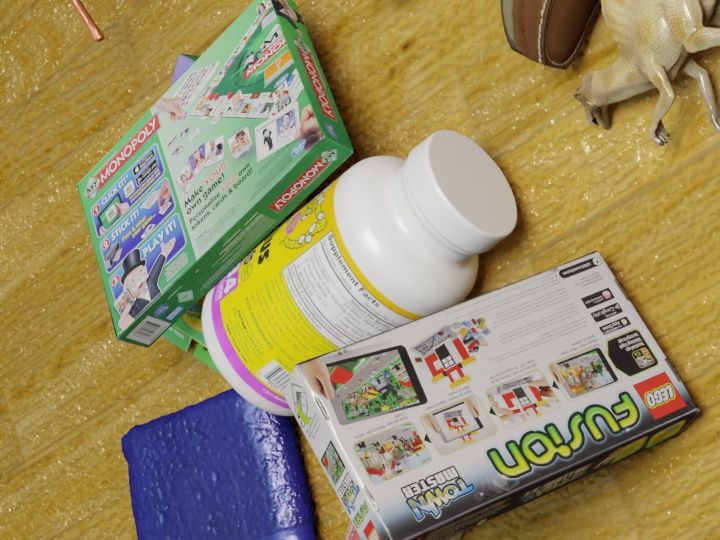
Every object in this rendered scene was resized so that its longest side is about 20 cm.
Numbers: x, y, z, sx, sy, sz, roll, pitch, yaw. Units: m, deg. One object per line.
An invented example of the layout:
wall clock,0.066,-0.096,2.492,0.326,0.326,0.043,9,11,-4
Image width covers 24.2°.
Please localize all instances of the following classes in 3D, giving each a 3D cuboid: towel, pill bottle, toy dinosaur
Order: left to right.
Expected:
towel,-0.083,0.186,1.130,0.147,0.049,0.201,-21,77,32
pill bottle,0.000,0.000,1.013,0.200,0.104,0.105,-38,68,34
toy dinosaur,0.174,-0.137,0.880,0.101,0.058,0.201,42,126,20

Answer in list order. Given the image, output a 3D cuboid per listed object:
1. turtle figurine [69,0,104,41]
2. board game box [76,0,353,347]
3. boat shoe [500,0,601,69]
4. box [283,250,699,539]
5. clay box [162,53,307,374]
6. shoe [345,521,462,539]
turtle figurine,-0.154,-0.268,1.164,0.161,0.064,0.201,-26,66,30
board game box,-0.097,-0.064,1.059,0.200,0.029,0.135,-42,48,26
boat shoe,0.136,-0.206,0.913,0.074,0.075,0.201,26,109,34
box,0.071,0.070,0.896,0.110,0.199,0.035,60,153,22
clay box,-0.098,-0.032,1.132,0.115,0.047,0.201,28,107,38
shoe,0.030,0.128,0.995,0.200,0.091,0.072,-50,62,34
